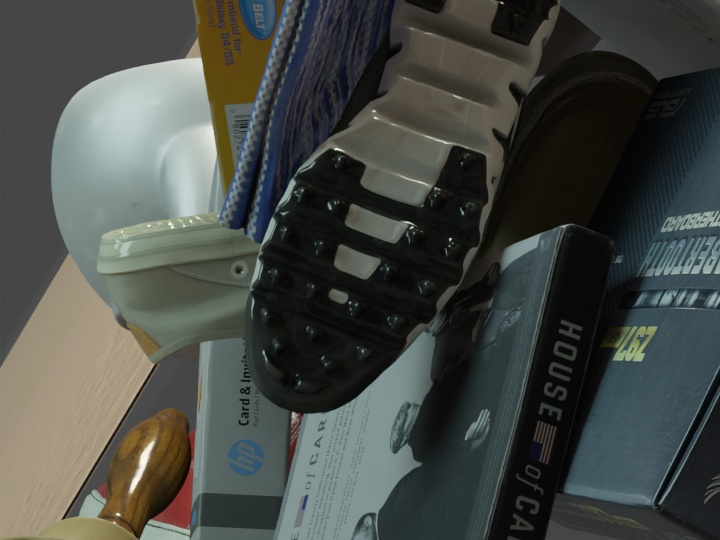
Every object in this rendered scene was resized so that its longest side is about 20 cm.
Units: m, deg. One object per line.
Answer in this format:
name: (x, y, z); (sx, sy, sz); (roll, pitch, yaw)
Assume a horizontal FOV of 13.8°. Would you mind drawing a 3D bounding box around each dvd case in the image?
dvd case: (0.017, 0.073, 1.004); (0.200, 0.025, 0.151); (-25, 48, 66)

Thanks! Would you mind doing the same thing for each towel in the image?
towel: (0.002, -0.104, 1.042); (0.200, 0.024, 0.145); (-58, -13, -66)

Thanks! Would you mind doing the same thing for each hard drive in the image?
hard drive: (0.102, -0.110, 1.079); (0.025, 0.132, 0.200); (-53, 12, -3)

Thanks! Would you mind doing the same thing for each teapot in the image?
teapot: (-0.064, -0.014, 1.492); (0.197, 0.200, 0.147); (-15, 71, 47)

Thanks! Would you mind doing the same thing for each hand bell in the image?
hand bell: (-0.100, 0.109, 1.205); (0.104, 0.104, 0.200); (-54, 4, 25)

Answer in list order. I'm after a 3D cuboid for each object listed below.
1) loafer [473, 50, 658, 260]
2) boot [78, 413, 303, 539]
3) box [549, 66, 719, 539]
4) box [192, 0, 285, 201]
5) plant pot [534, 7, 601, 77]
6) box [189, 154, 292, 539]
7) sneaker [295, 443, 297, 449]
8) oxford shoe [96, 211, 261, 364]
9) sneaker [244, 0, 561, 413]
loafer: (0.070, 0.016, 1.071); (0.068, 0.075, 0.201); (175, 115, -74)
boot: (-0.063, 0.088, 1.446); (0.145, 0.072, 0.200); (-62, 20, -12)
box: (0.113, 0.011, 0.943); (0.158, 0.051, 0.200); (-63, 12, -6)
box: (-0.019, -0.108, 1.186); (0.200, 0.041, 0.119); (-51, -46, -65)
plant pot: (0.082, -0.197, 1.280); (0.198, 0.200, 0.201); (122, 171, -51)
box: (-0.050, 0.066, 1.245); (0.156, 0.041, 0.201); (113, 161, -78)
sneaker: (0.019, 0.001, 1.226); (0.200, 0.081, 0.088); (-83, -5, -45)
oxford shoe: (0.000, 0.000, 1.137); (0.075, 0.199, 0.058); (-144, 46, -83)
sneaker: (0.017, -0.031, 1.010); (0.091, 0.066, 0.201); (97, -164, -66)
